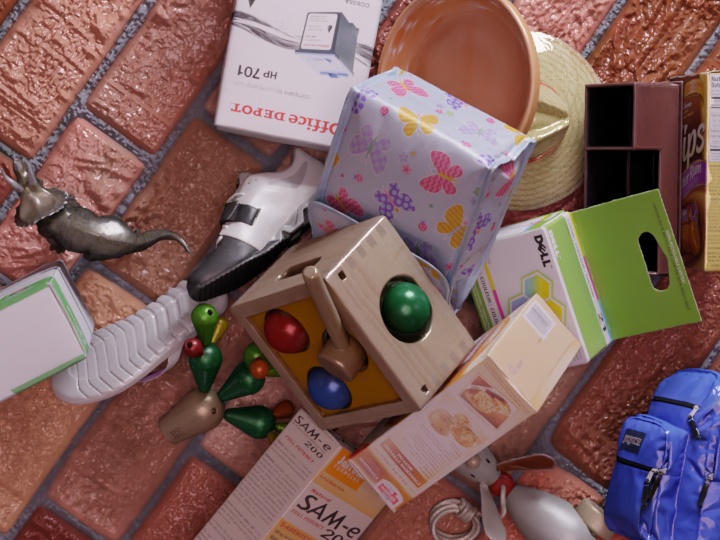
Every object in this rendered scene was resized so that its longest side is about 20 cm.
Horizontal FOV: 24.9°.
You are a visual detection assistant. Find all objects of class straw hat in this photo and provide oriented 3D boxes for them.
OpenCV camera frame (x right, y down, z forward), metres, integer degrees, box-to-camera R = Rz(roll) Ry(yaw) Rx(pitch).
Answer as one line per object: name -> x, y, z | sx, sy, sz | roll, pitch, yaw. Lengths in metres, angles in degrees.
straw hat -> 0.164, -0.153, 1.660 | 0.201, 0.085, 0.202 | 0, 94, -5

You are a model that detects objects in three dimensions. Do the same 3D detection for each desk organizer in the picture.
desk organizer -> 0.277, -0.093, 1.666 | 0.077, 0.072, 0.201 | -4, 96, -43

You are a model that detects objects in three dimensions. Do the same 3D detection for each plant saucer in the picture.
plant saucer -> 0.101, -0.185, 1.625 | 0.037, 0.200, 0.201 | -1, 96, -48

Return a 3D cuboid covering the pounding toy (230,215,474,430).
pounding toy -> -0.014, 0.050, 1.511 | 0.184, 0.200, 0.142 | 54, 53, -15

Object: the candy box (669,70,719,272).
candy box -> 0.357, -0.101, 1.666 | 0.056, 0.117, 0.201 | 1, 93, -8

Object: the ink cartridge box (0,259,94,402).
ink cartridge box -> -0.339, 0.065, 1.574 | 0.146, 0.200, 0.084 | -27, 99, -3

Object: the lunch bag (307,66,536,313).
lunch bag -> 0.049, -0.065, 1.566 | 0.169, 0.127, 0.200 | 31, 124, 16

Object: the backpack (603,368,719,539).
backpack -> 0.349, 0.198, 1.654 | 0.167, 0.162, 0.200 | 17, 87, -21

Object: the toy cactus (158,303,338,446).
toy cactus -> -0.127, 0.129, 1.644 | 0.165, 0.102, 0.200 | -33, 126, 12

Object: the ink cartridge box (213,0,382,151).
ink cartridge box -> -0.060, -0.228, 1.636 | 0.146, 0.086, 0.201 | 10, 92, -6

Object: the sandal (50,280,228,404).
sandal -> -0.218, 0.081, 1.658 | 0.202, 0.083, 0.050 | -31, 139, -4

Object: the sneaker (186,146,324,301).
sneaker -> -0.112, -0.049, 1.645 | 0.200, 0.074, 0.089 | -39, 82, -23

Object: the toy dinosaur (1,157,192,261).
toy dinosaur -> -0.269, -0.037, 1.621 | 0.200, 0.102, 0.077 | 28, 92, -6

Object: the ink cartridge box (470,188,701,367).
ink cartridge box -> 0.218, 0.015, 1.633 | 0.200, 0.076, 0.148 | -16, 97, 33

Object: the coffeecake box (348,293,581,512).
coffeecake box -> 0.103, 0.129, 1.594 | 0.073, 0.154, 0.200 | 49, 122, -2

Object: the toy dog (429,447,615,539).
toy dog -> 0.177, 0.252, 1.685 | 0.200, 0.096, 0.132 | 18, 92, -6

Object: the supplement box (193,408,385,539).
supplement box -> -0.070, 0.254, 1.644 | 0.200, 0.074, 0.126 | -51, 139, 0
